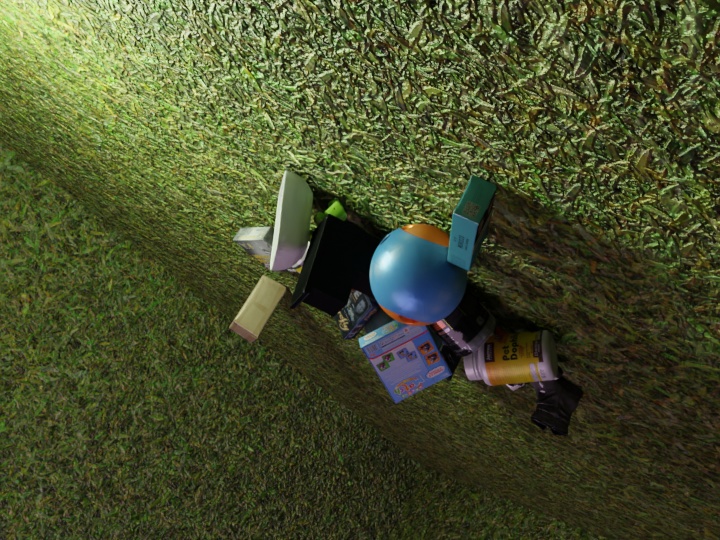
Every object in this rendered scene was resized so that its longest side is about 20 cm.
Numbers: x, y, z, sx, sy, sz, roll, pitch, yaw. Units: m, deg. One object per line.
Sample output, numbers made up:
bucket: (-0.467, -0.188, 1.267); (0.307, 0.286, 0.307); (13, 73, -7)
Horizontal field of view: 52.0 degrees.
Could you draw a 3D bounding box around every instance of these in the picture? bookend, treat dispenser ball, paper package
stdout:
bookend: (-0.025, 0.018, 1.584); (0.197, 0.202, 0.092); (25, 148, -15)
treat dispenser ball: (0.116, 0.009, 1.487); (0.198, 0.203, 0.202); (27, 162, 10)
paper package: (-0.360, 0.135, 2.585); (0.102, 0.202, 0.191); (33, 163, -6)

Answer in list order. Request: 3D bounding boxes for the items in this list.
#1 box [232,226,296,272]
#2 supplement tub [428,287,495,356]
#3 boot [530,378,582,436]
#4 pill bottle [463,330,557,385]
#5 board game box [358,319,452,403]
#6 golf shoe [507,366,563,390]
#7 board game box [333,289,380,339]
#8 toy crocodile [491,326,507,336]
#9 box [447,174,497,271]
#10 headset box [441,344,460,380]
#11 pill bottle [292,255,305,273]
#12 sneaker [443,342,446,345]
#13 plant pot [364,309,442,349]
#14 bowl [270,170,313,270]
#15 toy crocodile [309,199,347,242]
box: (-0.266, -0.061, 2.169); (0.158, 0.049, 0.198); (42, 159, -29)
supplement tub: (0.197, 0.083, 1.649); (0.200, 0.123, 0.122); (46, 159, -10)
boot: (0.453, 0.318, 1.850); (0.197, 0.133, 0.070); (29, 163, 5)
pill bottle: (0.336, 0.199, 1.662); (0.196, 0.111, 0.110); (-10, 144, 24)
board game box: (0.103, 0.195, 1.655); (0.202, 0.149, 0.037); (60, -175, -35)
golf shoe: (0.404, 0.251, 1.797); (0.077, 0.097, 0.198); (14, 178, -37)
board game box: (-0.034, 0.037, 1.716); (0.136, 0.034, 0.202); (-50, 56, 40)
toy crocodile: (0.298, 0.146, 1.758); (0.198, 0.068, 0.062); (31, 125, -3)
box: (0.197, -0.080, 1.319); (0.048, 0.083, 0.201); (24, 161, 13)
headset box: (0.181, 0.210, 2.074); (0.197, 0.094, 0.175); (21, 160, 29)
pill bottle: (-0.084, -0.004, 1.921); (0.199, 0.112, 0.111); (39, 160, -21)
sneaker: (0.236, 0.151, 1.874); (0.084, 0.076, 0.200); (31, 172, 5)
plant pot: (0.123, 0.135, 1.759); (0.199, 0.134, 0.202); (36, -155, -20)
bowl: (-0.155, -0.107, 1.678); (0.073, 0.205, 0.200); (6, 165, -10)
toy crocodile: (-0.074, -0.099, 1.682); (0.062, 0.067, 0.200); (44, 151, 6)
